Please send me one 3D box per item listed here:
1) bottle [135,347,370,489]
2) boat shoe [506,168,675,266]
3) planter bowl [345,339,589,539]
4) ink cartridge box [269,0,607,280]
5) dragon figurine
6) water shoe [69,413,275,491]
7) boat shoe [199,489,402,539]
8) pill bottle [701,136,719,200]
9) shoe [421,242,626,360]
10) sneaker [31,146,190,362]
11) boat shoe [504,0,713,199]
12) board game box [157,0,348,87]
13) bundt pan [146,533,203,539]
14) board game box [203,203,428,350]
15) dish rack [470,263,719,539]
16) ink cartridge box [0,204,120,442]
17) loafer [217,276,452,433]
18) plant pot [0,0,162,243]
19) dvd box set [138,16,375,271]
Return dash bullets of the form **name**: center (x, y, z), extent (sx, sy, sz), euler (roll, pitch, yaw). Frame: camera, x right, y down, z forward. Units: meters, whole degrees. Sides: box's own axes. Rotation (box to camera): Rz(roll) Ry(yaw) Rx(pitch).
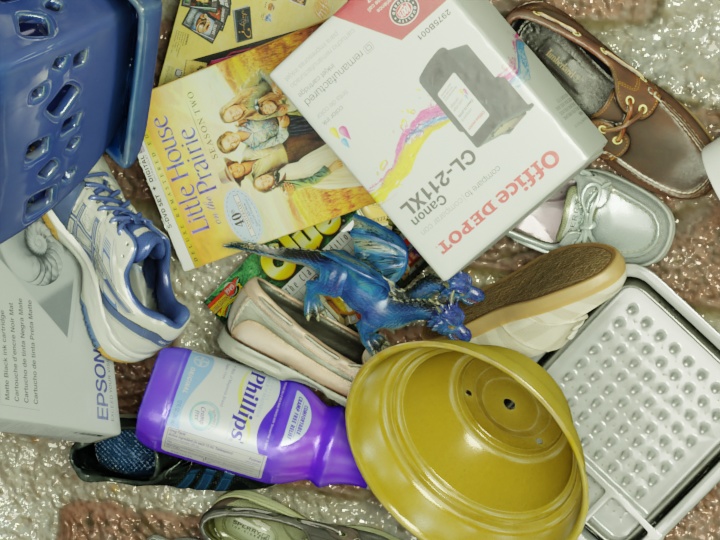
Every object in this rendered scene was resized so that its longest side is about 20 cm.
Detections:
- **bottle**: center (-0.071, 0.123, 1.749), extent (0.200, 0.065, 0.084), euler (17, 62, 1)
- **boat shoe**: center (0.136, -0.049, 1.694), extent (0.202, 0.065, 0.074), euler (21, 105, 14)
- **planter bowl**: center (0.094, 0.118, 1.666), extent (0.200, 0.083, 0.201), euler (18, 128, 24)
- **ink cartridge box**: center (0.058, -0.116, 1.629), extent (0.146, 0.083, 0.200), euler (-41, 88, 19)
- **dragon figurine**: center (0.000, 0.000, 1.703), extent (0.200, 0.059, 0.099), euler (34, 138, 6)
- **water shoe**: center (-0.135, 0.151, 1.808), extent (0.200, 0.079, 0.072), euler (-6, 98, 19)
- **boat shoe**: center (-0.037, 0.233, 1.797), extent (0.201, 0.066, 0.072), euler (20, 104, 14)
- **pill bottle**: center (0.350, -0.097, 1.591), extent (0.200, 0.113, 0.113), euler (-32, 88, 20)
- **shoe**: center (0.130, 0.031, 1.686), extent (0.200, 0.070, 0.053), euler (-22, 116, 46)
- **sneaker**: center (-0.188, -0.031, 1.765), extent (0.088, 0.075, 0.200), euler (-22, 91, 43)
- **boat shoe**: center (0.182, -0.122, 1.665), extent (0.200, 0.070, 0.070), euler (39, 103, 6)
- **board game box**: center (-0.078, -0.181, 1.757), extent (0.135, 0.035, 0.200), euler (20, 105, 14)
- **bundt pan**: center (-0.161, 0.323, 1.849), extent (0.202, 0.076, 0.202), euler (3, 100, 17)
- **board game box**: center (-0.022, -0.003, 1.777), extent (0.200, 0.023, 0.105), euler (-44, 83, 19)
- **dish rack**: center (0.202, 0.108, 1.711), extent (0.172, 0.044, 0.200), euler (44, 110, 7)
- **ink cartridge box**: center (-0.273, 0.027, 1.737), extent (0.041, 0.200, 0.200), euler (-19, 70, 34)
- **loafer**: center (-0.009, 0.067, 1.743), extent (0.200, 0.072, 0.063), euler (21, 106, -1)
- **plant pot**: center (-0.261, -0.163, 1.665), extent (0.200, 0.180, 0.200), euler (47, 145, 26)
- **dvd box set**: center (-0.073, -0.098, 1.733), extent (0.200, 0.029, 0.146), euler (-19, 96, 21)
